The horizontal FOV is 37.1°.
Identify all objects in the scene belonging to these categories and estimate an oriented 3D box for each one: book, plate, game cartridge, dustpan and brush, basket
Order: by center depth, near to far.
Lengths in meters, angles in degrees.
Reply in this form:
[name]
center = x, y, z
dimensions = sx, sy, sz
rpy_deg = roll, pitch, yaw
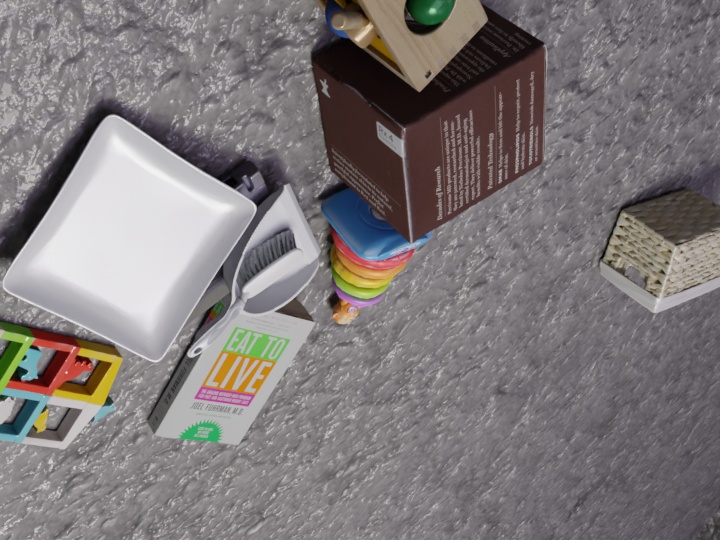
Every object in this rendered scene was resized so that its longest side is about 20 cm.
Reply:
[plate]
center = -0.230, -0.030, 1.080
dimensions = 0.199, 0.032, 0.201
rpy_deg = 31, 94, -39
[game cartridge]
center = -0.175, -0.017, 1.181
dimensions = 0.199, 0.038, 0.130
rpy_deg = -38, 146, -13
[dustpan and brush]
center = -0.123, 0.017, 1.186
dimensions = 0.199, 0.057, 0.140
rpy_deg = -39, 142, -11
[book]
center = -0.160, 0.120, 1.313
dimensions = 0.133, 0.048, 0.202
rpy_deg = 14, 114, -45
[basket]
center = 0.508, -0.038, 1.747
dimensions = 0.198, 0.135, 0.125
rpy_deg = -18, 132, -33

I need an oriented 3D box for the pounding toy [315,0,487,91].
[pounding toy]
center = 0.009, -0.264, 1.001
dimensions = 0.142, 0.200, 0.184
rpy_deg = -45, 143, -1

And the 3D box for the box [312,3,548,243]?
[box]
center = 0.079, -0.175, 1.177
dimensions = 0.198, 0.166, 0.166
rpy_deg = -31, 141, -19

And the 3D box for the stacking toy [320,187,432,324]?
[stacking toy]
center = 0.000, 0.000, 1.327
dimensions = 0.115, 0.110, 0.202
rpy_deg = -20, 146, -35

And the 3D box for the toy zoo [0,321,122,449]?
[toy zoo]
center = -0.343, 0.129, 1.155
dimensions = 0.199, 0.020, 0.132
rpy_deg = 21, 107, -51
